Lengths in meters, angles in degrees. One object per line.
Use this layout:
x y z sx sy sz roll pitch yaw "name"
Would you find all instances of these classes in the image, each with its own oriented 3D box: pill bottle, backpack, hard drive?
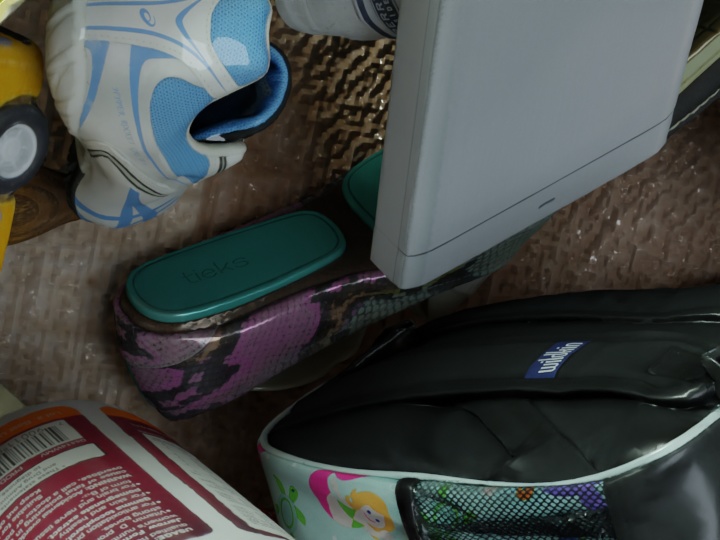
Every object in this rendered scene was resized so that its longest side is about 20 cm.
-0.060 0.119 0.669 0.109 0.200 0.110 -9 110 -27 "pill bottle"
0.069 0.081 0.778 0.177 0.199 0.152 -30 116 -51 "backpack"
0.068 -0.092 0.734 0.131 0.027 0.201 -28 147 -27 "hard drive"

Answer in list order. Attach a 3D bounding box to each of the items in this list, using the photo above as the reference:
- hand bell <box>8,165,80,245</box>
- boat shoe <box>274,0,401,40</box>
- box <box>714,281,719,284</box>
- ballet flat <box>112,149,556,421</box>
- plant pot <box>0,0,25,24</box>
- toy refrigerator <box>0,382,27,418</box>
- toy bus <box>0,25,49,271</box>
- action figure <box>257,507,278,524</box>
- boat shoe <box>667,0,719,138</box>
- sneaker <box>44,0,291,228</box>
-0.175 -0.020 0.729 0.199 0.104 0.105 -4 108 -41 "hand bell"
0.020 -0.156 0.794 0.075 0.086 0.203 54 47 -38 "boat shoe"
0.135 0.111 0.931 0.137 0.040 0.201 -15 114 -54 "box"
0.000 0.000 0.842 0.199 0.069 0.071 -25 134 -17 "ballet flat"
-0.137 -0.201 0.621 0.200 0.176 0.200 -45 115 -11 "plant pot"
-0.099 0.143 0.818 0.070 0.076 0.201 -35 119 -16 "toy refrigerator"
-0.158 0.018 0.665 0.078 0.065 0.201 -5 114 -53 "toy bus"
0.002 0.144 0.882 0.200 0.065 0.052 41 75 -34 "action figure"
0.164 -0.104 0.893 0.201 0.072 0.066 -46 117 -15 "boat shoe"
-0.060 -0.052 0.714 0.072 0.200 0.072 10 82 -2 "sneaker"
